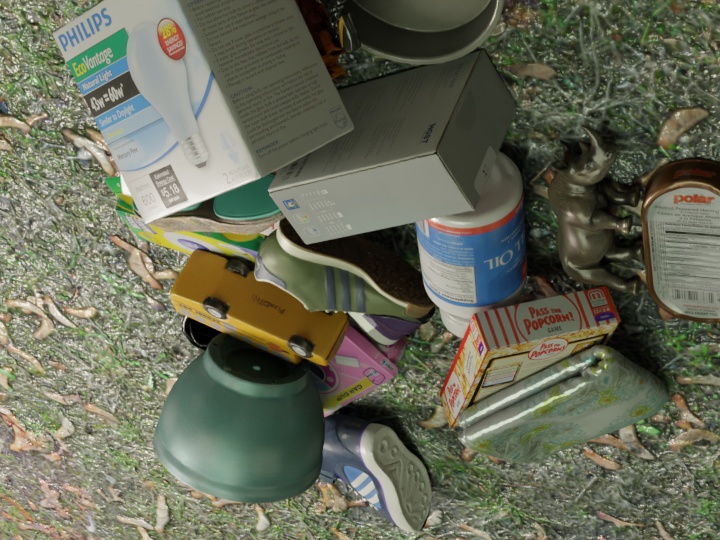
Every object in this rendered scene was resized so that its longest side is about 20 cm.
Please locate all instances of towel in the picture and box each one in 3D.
[{"bbox_3d":[0.222,0.153,1.633,0.200,0.048,0.171,-29,153,22],"label":"towel"}]

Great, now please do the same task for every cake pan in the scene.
[{"bbox_3d":[0.040,-0.278,1.358,0.200,0.037,0.201,14,139,13],"label":"cake pan"}]

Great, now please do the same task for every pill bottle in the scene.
[{"bbox_3d":[0.116,-0.023,1.537,0.112,0.112,0.200,10,142,17],"label":"pill bottle"}]

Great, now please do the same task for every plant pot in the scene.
[{"bbox_3d":[-0.128,0.152,1.709,0.200,0.200,0.134,19,117,8],"label":"plant pot"}]

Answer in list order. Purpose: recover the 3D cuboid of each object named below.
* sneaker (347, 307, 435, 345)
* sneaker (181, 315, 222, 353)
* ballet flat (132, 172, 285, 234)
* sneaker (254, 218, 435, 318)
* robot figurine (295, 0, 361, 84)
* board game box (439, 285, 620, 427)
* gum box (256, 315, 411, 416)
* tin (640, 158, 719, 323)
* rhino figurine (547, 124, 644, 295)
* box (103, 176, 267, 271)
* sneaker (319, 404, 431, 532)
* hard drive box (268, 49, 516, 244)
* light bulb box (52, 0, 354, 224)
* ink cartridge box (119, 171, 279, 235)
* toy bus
[{"bbox_3d":[0.000,0.000,1.663,0.200,0.076,0.087,35,136,-27],"label":"sneaker"},{"bbox_3d":[-0.186,0.068,1.804,0.071,0.099,0.200,22,142,1],"label":"sneaker"},{"bbox_3d":[-0.141,-0.066,1.541,0.200,0.068,0.067,5,156,29],"label":"ballet flat"},{"bbox_3d":[-0.023,0.012,1.599,0.200,0.067,0.090,25,131,-24],"label":"sneaker"},{"bbox_3d":[-0.080,-0.253,1.375,0.200,0.058,0.145,57,149,1],"label":"robot figurine"},{"bbox_3d":[0.178,0.096,1.601,0.151,0.046,0.200,-11,153,-15],"label":"board game box"},{"bbox_3d":[-0.041,0.101,1.786,0.113,0.066,0.200,41,138,-14],"label":"gum box"},{"bbox_3d":[0.338,-0.024,1.482,0.112,0.042,0.200,3,135,19],"label":"tin"},{"bbox_3d":[0.230,-0.062,1.478,0.087,0.060,0.200,7,135,24],"label":"rhino figurine"},{"bbox_3d":[-0.191,-0.051,1.684,0.200,0.048,0.117,18,167,11],"label":"box"},{"bbox_3d":[-0.003,0.259,1.942,0.146,0.081,0.200,5,140,35],"label":"sneaker"},{"bbox_3d":[0.031,-0.118,1.445,0.200,0.156,0.077,-10,129,36],"label":"hard drive box"},{"bbox_3d":[-0.144,-0.172,1.341,0.198,0.125,0.200,-17,101,49],"label":"light bulb box"},{"bbox_3d":[-0.151,-0.131,1.580,0.199,0.084,0.146,16,140,10],"label":"ink cartridge box"},{"bbox_3d":[-0.112,0.047,1.668,0.200,0.065,0.078,23,157,13],"label":"toy bus"}]
